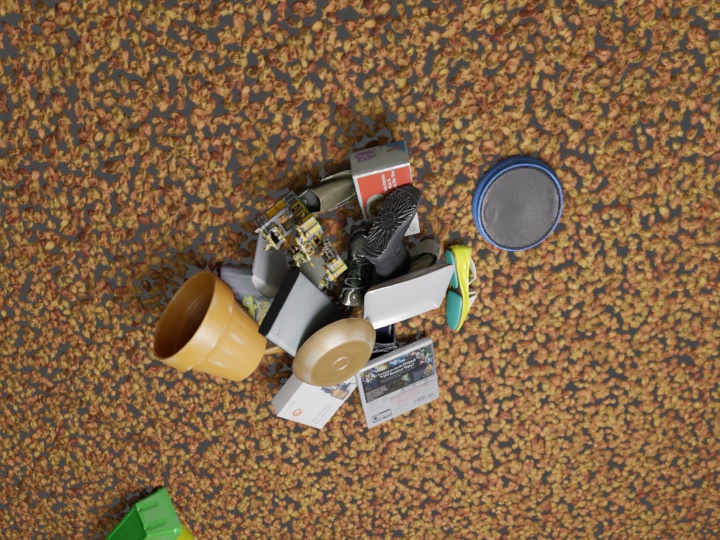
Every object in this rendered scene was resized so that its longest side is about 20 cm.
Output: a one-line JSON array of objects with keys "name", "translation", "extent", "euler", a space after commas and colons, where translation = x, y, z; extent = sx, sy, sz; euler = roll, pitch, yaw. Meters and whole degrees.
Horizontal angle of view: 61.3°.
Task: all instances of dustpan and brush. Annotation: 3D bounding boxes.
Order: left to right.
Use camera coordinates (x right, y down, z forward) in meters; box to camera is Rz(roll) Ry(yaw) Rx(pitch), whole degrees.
[{"name": "dustpan and brush", "translation": [-0.183, 0.020, 1.307], "extent": [0.056, 0.143, 0.201], "euler": [-21, 134, 23]}]

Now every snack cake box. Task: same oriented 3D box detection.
[{"name": "snack cake box", "translation": [0.051, -0.151, 1.211], "extent": [0.111, 0.069, 0.202], "euler": [-11, 143, 4]}]

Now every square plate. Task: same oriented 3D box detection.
[{"name": "square plate", "translation": [0.091, 0.055, 1.268], "extent": [0.192, 0.029, 0.202], "euler": [-17, 154, -11]}]

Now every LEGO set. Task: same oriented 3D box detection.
[{"name": "LEGO set", "translation": [-0.123, -0.045, 1.190], "extent": [0.115, 0.155, 0.201], "euler": [-37, 147, -3]}]

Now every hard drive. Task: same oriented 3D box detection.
[{"name": "hard drive", "translation": [-0.118, 0.105, 1.247], "extent": [0.143, 0.032, 0.200], "euler": [-63, 146, -14]}]

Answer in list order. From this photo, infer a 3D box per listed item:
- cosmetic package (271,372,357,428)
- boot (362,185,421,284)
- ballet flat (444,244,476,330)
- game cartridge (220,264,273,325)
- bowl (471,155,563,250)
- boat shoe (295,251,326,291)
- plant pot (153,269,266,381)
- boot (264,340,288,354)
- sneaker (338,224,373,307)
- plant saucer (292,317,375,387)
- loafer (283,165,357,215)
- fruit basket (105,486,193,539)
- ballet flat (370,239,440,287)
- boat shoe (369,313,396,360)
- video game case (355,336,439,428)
[{"name": "cosmetic package", "translation": [-0.089, 0.261, 1.392], "extent": [0.149, 0.052, 0.202], "euler": [29, 105, -40]}, {"name": "boot", "translation": [0.079, -0.057, 1.213], "extent": [0.065, 0.200, 0.167], "euler": [33, 81, 26]}, {"name": "ballet flat", "translation": [0.228, 0.037, 1.356], "extent": [0.065, 0.067, 0.207], "euler": [-14, 115, -19]}, {"name": "game cartridge", "translation": [-0.255, 0.089, 1.373], "extent": [0.128, 0.041, 0.206], "euler": [4, 115, -8]}, {"name": "bowl", "translation": [0.335, -0.138, 1.288], "extent": [0.193, 0.040, 0.207], "euler": [-1, 115, -2]}, {"name": "boat shoe", "translation": [-0.122, 0.057, 1.323], "extent": [0.068, 0.072, 0.206], "euler": [21, 74, 13]}, {"name": "plant pot", "translation": [-0.303, 0.135, 1.281], "extent": [0.199, 0.203, 0.182], "euler": [-40, 127, 16]}, {"name": "boot", "translation": [-0.136, 0.186, 1.387], "extent": [0.196, 0.072, 0.147], "euler": [-22, 127, -1]}, {"name": "sneaker", "translation": [0.000, 0.000, 1.256], "extent": [0.073, 0.117, 0.202], "euler": [8, 143, -8]}, {"name": "plant saucer", "translation": [-0.047, 0.184, 1.277], "extent": [0.195, 0.036, 0.204], "euler": [-21, 141, -18]}, {"name": "loafer", "translation": [-0.071, -0.151, 1.249], "extent": [0.195, 0.070, 0.077], "euler": [-24, 114, 9]}, {"name": "fruit basket", "translation": [-0.535, 0.692, 1.605], "extent": [0.211, 0.157, 0.218], "euler": [-29, 152, -17]}, {"name": "ballet flat", "translation": [0.091, 0.004, 1.330], "extent": [0.197, 0.070, 0.070], "euler": [-34, 112, 13]}, {"name": "boat shoe", "translation": [0.047, 0.162, 1.404], "extent": [0.072, 0.063, 0.206], "euler": [3, 116, -5]}, {"name": "video game case", "translation": [0.089, 0.265, 1.432], "extent": [0.194, 0.023, 0.187], "euler": [-20, 124, -12]}]
